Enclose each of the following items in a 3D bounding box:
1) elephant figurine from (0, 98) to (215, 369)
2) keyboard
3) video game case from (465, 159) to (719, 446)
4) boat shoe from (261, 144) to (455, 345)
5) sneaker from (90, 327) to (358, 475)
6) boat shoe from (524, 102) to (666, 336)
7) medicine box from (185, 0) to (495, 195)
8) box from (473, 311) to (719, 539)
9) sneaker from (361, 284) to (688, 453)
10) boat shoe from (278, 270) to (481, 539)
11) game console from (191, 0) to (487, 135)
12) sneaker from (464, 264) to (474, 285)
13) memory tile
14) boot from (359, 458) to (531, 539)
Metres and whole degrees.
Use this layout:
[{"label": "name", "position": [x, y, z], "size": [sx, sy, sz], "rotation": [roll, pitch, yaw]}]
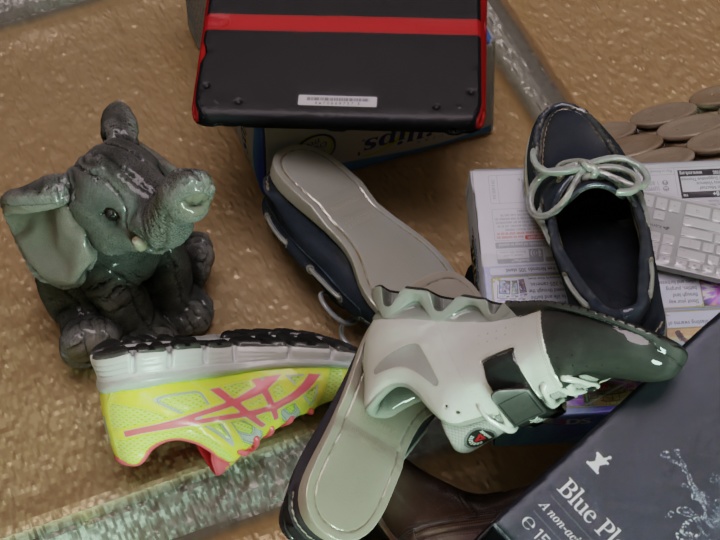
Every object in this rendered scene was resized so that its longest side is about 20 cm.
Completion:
[{"label": "elephant figurine", "position": [-0.159, -0.040, 1.294], "size": [0.154, 0.200, 0.142], "rotation": [1, 51, 3]}, {"label": "keyboard", "position": [0.233, -0.015, 1.247], "size": [0.199, 0.011, 0.056], "rotation": [13, 60, 6]}, {"label": "video game case", "position": [0.173, 0.018, 1.259], "size": [0.199, 0.046, 0.182], "rotation": [-2, 59, -2]}, {"label": "boat shoe", "position": [0.000, 0.000, 1.345], "size": [0.075, 0.062, 0.200], "rotation": [-28, 62, -39]}, {"label": "sneaker", "position": [-0.077, 0.086, 1.281], "size": [0.199, 0.091, 0.078], "rotation": [-2, 5, -19]}, {"label": "boat shoe", "position": [0.140, -0.033, 1.203], "size": [0.075, 0.062, 0.201], "rotation": [-8, 52, 4]}, {"label": "medicine box", "position": [-0.019, -0.177, 1.467], "size": [0.182, 0.103, 0.200], "rotation": [-17, 52, -12]}, {"label": "box", "position": [0.202, 0.157, 1.117], "size": [0.200, 0.117, 0.197], "rotation": [-41, 80, -13]}, {"label": "sneaker", "position": [0.088, 0.062, 1.105], "size": [0.199, 0.074, 0.089], "rotation": [3, 75, 37]}, {"label": "boat shoe", "position": [0.009, 0.082, 1.191], "size": [0.073, 0.063, 0.200], "rotation": [39, 58, -12]}, {"label": "game console", "position": [-0.012, -0.166, 1.377], "size": [0.199, 0.031, 0.177], "rotation": [1, 57, 3]}, {"label": "sneaker", "position": [0.155, -0.025, 1.359], "size": [0.200, 0.076, 0.088], "rotation": [-33, 50, -24]}, {"label": "memory tile", "position": [0.258, -0.104, 1.407], "size": [0.199, 0.017, 0.153], "rotation": [-19, 19, -12]}, {"label": "boot", "position": [0.094, 0.136, 1.236], "size": [0.199, 0.064, 0.187], "rotation": [-14, 52, -13]}]
